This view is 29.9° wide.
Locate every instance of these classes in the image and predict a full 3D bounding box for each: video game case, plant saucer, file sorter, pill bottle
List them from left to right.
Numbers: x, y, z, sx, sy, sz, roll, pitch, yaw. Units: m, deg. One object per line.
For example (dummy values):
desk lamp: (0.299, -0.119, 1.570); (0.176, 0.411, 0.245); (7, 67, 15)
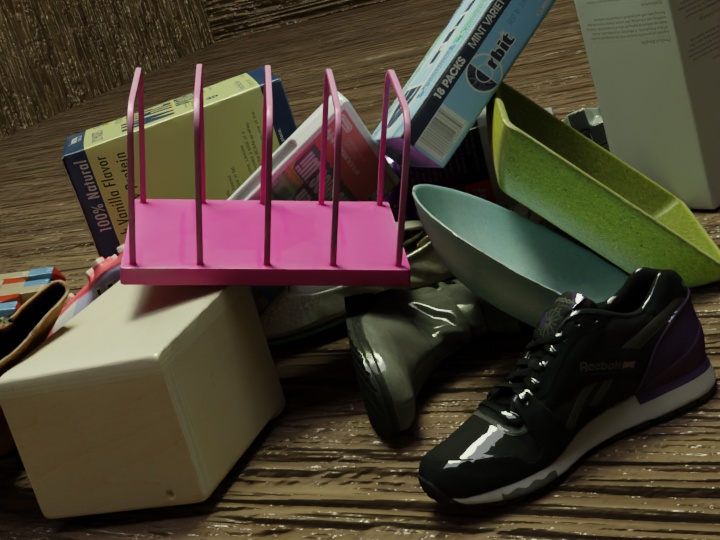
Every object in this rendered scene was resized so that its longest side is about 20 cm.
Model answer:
file sorter: (-0.067, -0.073, 0.954); (0.197, 0.127, 0.139); (0, 23, -6)
video game case: (-0.061, -0.039, 1.105); (0.200, 0.143, 0.017); (-45, 60, -3)
pill bottle: (0.088, -0.081, 1.224); (0.198, 0.113, 0.112); (-15, 16, 11)
plant saucer: (0.117, 0.004, 0.909); (0.199, 0.039, 0.201); (24, 14, -6)
plant saucer: (0.171, -0.060, 1.019); (0.048, 0.198, 0.200); (-56, 8, 16)

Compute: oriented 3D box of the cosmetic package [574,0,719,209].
cosmetic package: (0.259, -0.158, 1.130); (0.084, 0.202, 0.107); (-29, 22, -32)

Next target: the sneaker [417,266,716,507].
sneaker: (0.110, 0.060, 0.780); (0.198, 0.089, 0.076); (-25, 18, -22)

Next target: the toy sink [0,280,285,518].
toy sink: (-0.137, 0.077, 0.948); (0.129, 0.113, 0.200); (-10, 18, 22)

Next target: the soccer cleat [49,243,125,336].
soccer cleat: (-0.202, 0.032, 1.111); (0.199, 0.077, 0.067); (-35, 3, 38)

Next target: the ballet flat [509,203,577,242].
ballet flat: (0.149, -0.039, 1.107); (0.067, 0.063, 0.200); (-5, 21, 39)

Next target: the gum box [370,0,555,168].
gum box: (0.080, -0.163, 1.080); (0.171, 0.044, 0.200); (-56, 9, -1)

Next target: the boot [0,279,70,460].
boot: (-0.259, 0.067, 0.995); (0.188, 0.068, 0.201); (-37, -14, -47)

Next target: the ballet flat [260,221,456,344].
ballet flat: (0.000, 0.000, 1.113); (0.198, 0.063, 0.067); (-20, 16, -4)

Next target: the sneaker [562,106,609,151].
sneaker: (0.165, -0.101, 1.306); (0.198, 0.075, 0.088); (-15, -2, 15)

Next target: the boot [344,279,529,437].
boot: (0.058, 0.043, 0.939); (0.129, 0.069, 0.200); (-14, 17, 1)

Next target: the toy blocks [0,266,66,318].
toy blocks: (-0.370, 0.045, 1.365); (0.135, 0.101, 0.200); (-8, 15, -6)

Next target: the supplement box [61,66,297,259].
supplement box: (-0.141, -0.053, 1.215); (0.198, 0.202, 0.134); (-20, 15, -6)
